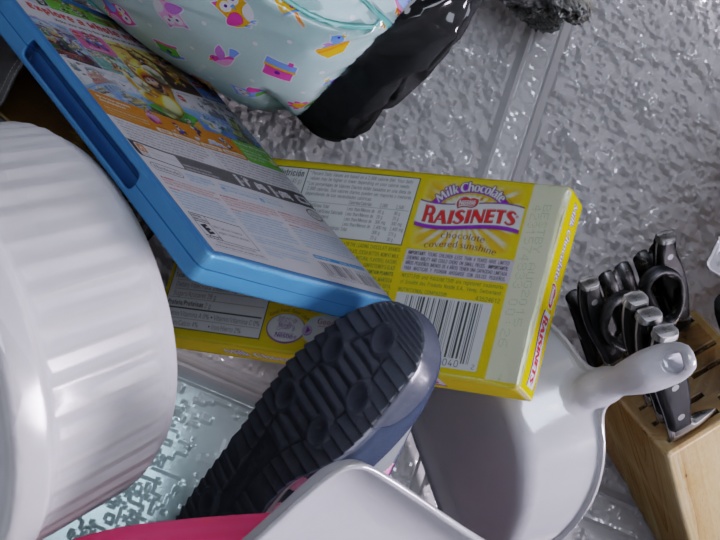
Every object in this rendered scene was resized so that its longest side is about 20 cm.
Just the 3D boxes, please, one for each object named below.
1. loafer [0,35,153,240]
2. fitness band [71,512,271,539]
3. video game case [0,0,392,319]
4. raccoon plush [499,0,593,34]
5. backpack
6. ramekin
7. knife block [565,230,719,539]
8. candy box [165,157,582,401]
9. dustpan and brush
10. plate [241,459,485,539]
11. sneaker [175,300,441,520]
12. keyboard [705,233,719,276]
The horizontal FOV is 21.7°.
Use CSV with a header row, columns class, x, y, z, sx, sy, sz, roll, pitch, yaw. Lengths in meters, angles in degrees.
class,x,y,z,sx,sy,sz,roll,pitch,yaw
loafer,-0.162,-0.097,0.912,0.200,0.072,0.073,47,69,-4
fitness band,-0.078,0.170,0.851,0.200,0.144,0.037,-3,43,-21
video game case,-0.083,-0.057,0.866,0.200,0.018,0.143,50,19,29
raccoon plush,0.034,-0.172,1.015,0.200,0.097,0.134,-19,101,8
backpack,-0.049,-0.156,0.895,0.200,0.167,0.127,35,57,-11
ramekin,-0.162,0.026,0.825,0.094,0.202,0.203,-19,85,-36
knife block,0.171,0.081,0.935,0.064,0.176,0.200,-29,90,-7
candy box,0.000,0.000,0.907,0.200,0.026,0.102,7,69,27
dustpan and brush,0.089,0.065,0.899,0.057,0.200,0.140,-16,84,-24
plate,-0.017,0.171,0.833,0.200,0.032,0.200,-41,133,16
sneaker,-0.012,0.094,0.881,0.082,0.200,0.070,18,35,-37
keyboard,0.261,0.020,0.918,0.200,0.011,0.056,29,89,-14
